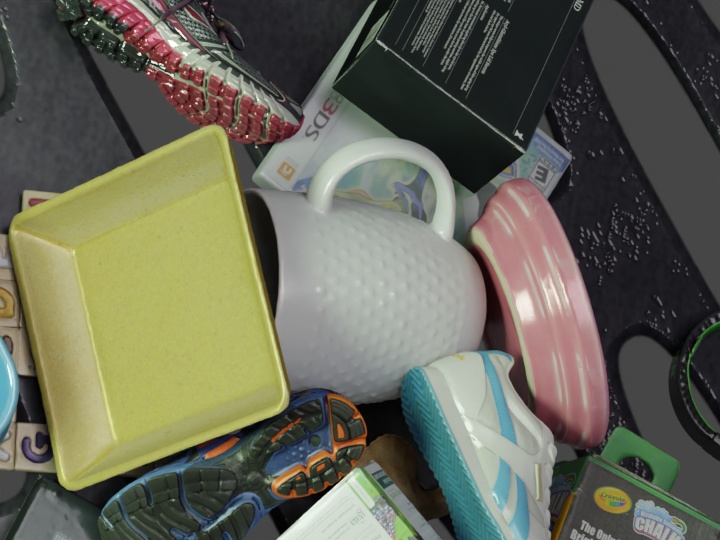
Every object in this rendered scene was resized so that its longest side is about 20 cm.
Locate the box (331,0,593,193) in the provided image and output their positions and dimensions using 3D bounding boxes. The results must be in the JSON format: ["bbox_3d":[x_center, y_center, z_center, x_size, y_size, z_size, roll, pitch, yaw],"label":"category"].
[{"bbox_3d":[0.084,-0.181,1.740,0.141,0.079,0.200,34,52,-10],"label":"box"}]

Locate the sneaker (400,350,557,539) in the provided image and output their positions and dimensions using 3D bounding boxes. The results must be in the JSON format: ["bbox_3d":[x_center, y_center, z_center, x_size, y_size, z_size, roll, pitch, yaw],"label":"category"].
[{"bbox_3d":[0.102,0.149,1.580,0.080,0.076,0.201,-17,81,-25],"label":"sneaker"}]

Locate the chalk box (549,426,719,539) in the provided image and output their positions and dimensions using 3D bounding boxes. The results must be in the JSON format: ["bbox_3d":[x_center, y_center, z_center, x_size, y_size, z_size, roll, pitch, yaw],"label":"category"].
[{"bbox_3d":[0.172,0.216,1.683,0.124,0.124,0.201,30,67,-13],"label":"chalk box"}]

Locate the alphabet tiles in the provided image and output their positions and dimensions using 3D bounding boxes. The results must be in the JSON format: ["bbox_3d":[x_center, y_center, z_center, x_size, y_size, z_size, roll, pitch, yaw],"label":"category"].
[{"bbox_3d":[-0.193,0.045,1.626,0.166,0.008,0.201,5,76,-21],"label":"alphabet tiles"}]

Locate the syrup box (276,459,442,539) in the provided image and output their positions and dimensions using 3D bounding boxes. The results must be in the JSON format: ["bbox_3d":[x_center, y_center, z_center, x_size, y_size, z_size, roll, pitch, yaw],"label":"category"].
[{"bbox_3d":[0.039,0.231,1.551,0.081,0.079,0.200,-42,83,7],"label":"syrup box"}]

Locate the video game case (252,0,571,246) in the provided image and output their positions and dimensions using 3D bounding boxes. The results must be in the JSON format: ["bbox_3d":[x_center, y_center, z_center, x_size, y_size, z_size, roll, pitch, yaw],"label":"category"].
[{"bbox_3d":[0.043,-0.078,1.751,0.200,0.022,0.183,38,66,-11],"label":"video game case"}]

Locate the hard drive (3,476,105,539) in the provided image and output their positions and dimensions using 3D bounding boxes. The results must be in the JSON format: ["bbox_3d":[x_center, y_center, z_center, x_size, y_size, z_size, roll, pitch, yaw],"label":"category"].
[{"bbox_3d":[-0.166,0.251,1.576,0.200,0.033,0.140,32,67,-13],"label":"hard drive"}]

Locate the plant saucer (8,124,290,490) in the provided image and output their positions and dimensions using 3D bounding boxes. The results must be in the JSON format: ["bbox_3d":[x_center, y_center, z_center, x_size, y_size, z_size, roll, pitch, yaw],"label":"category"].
[{"bbox_3d":[-0.136,0.028,1.561,0.048,0.199,0.201,6,66,-57],"label":"plant saucer"}]

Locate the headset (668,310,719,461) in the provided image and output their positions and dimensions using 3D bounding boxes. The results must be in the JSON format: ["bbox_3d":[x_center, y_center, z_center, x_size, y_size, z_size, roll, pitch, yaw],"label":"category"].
[{"bbox_3d":[0.339,0.108,1.797,0.200,0.094,0.124,33,67,-1],"label":"headset"}]

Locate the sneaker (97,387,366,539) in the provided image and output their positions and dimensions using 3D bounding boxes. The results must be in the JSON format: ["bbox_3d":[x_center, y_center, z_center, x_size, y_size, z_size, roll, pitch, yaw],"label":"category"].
[{"bbox_3d":[-0.085,0.140,1.559,0.199,0.078,0.076,-25,102,5],"label":"sneaker"}]

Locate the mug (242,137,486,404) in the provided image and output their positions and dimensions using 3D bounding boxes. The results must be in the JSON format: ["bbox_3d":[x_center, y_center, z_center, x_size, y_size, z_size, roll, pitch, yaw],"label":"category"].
[{"bbox_3d":[0.000,0.000,1.627,0.175,0.148,0.201,5,113,-25],"label":"mug"}]

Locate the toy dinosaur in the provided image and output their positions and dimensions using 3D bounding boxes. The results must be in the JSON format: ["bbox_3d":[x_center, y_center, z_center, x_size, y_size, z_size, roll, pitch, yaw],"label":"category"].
[{"bbox_3d":[0.009,0.163,1.654,0.200,0.058,0.102,31,66,-40],"label":"toy dinosaur"}]

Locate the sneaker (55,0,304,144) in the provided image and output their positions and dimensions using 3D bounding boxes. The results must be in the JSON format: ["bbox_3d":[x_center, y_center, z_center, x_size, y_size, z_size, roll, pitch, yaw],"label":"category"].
[{"bbox_3d":[-0.120,-0.166,1.669,0.200,0.081,0.075,38,64,-11],"label":"sneaker"}]

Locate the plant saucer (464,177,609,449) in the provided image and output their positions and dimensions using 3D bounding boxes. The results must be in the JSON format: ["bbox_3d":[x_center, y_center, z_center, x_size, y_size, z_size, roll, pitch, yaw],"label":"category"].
[{"bbox_3d":[0.122,0.035,1.657,0.051,0.201,0.201,-15,84,-8],"label":"plant saucer"}]

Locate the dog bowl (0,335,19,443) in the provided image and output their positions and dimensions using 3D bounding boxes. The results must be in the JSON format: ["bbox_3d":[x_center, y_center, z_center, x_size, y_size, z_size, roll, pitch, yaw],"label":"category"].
[{"bbox_3d":[-0.298,0.040,1.527,0.111,0.050,0.201,-28,91,-28],"label":"dog bowl"}]
